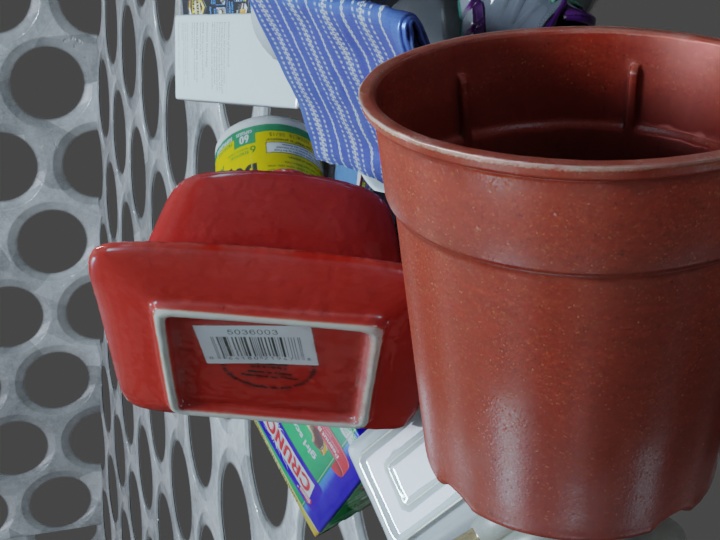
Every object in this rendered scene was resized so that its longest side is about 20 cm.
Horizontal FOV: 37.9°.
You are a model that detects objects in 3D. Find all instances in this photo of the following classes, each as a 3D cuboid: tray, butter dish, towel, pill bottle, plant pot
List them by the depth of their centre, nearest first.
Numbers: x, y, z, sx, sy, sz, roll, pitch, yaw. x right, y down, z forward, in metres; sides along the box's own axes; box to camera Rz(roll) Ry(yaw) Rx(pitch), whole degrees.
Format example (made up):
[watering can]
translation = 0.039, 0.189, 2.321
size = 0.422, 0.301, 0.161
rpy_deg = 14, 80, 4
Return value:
[plant pot]
translation = 0.103, 0.005, 0.499
size = 0.201, 0.199, 0.196
rpy_deg = -131, 33, -57
[butter dish]
translation = -0.052, 0.002, 0.662
size = 0.200, 0.198, 0.149
rpy_deg = 97, 178, -57
[towel]
translation = -0.002, -0.111, 0.681
size = 0.200, 0.024, 0.145
rpy_deg = 28, 150, 52
[tray]
translation = 0.066, 0.114, 0.696
size = 0.200, 0.022, 0.108
rpy_deg = -44, 60, 32
[pill bottle]
translation = -0.086, -0.043, 1.037
size = 0.113, 0.112, 0.201
rpy_deg = 119, 150, -55

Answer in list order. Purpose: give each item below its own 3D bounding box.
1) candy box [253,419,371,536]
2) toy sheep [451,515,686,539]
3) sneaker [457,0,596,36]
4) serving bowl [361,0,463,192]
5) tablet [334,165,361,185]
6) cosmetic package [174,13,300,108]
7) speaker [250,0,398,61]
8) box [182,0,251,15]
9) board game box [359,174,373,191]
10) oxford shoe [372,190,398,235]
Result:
[candy box]
translation = -0.030, 0.124, 0.953
size = 0.170, 0.077, 0.200
rpy_deg = 57, 152, 19
[toy sheep]
translation = 0.117, 0.176, 0.556
size = 0.201, 0.137, 0.138
rpy_deg = 61, 150, 25
[sneaker]
translation = 0.105, -0.168, 0.641
size = 0.087, 0.074, 0.202
rpy_deg = -11, 77, 38
[serving bowl]
translation = 0.046, -0.155, 0.765
size = 0.200, 0.065, 0.202
rpy_deg = 175, 90, -69
[tablet]
translation = -0.013, -0.048, 0.984
size = 0.130, 0.014, 0.201
rpy_deg = -106, 19, -60
[cosmetic package]
translation = -0.070, -0.186, 0.929
size = 0.199, 0.112, 0.082
rpy_deg = 12, 105, 48
[speaker]
translation = -0.014, -0.199, 0.710
size = 0.200, 0.081, 0.082
rpy_deg = 168, 97, -70
[box]
translation = -0.109, -0.339, 1.055
size = 0.198, 0.050, 0.202
rpy_deg = 11, 108, 44
[board game box]
translation = 0.000, 0.000, 0.844
size = 0.103, 0.019, 0.201
rpy_deg = 87, -169, -61
[oxford shoe]
translation = 0.046, 0.003, 0.789
size = 0.200, 0.084, 0.073
rpy_deg = 84, -168, -76
